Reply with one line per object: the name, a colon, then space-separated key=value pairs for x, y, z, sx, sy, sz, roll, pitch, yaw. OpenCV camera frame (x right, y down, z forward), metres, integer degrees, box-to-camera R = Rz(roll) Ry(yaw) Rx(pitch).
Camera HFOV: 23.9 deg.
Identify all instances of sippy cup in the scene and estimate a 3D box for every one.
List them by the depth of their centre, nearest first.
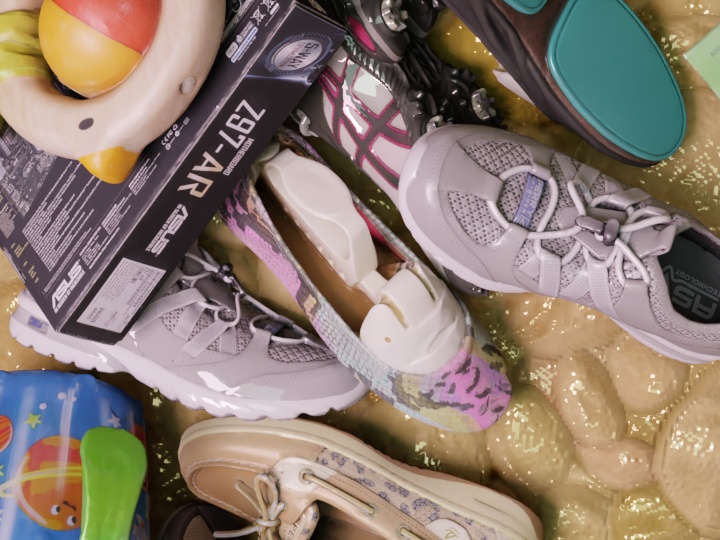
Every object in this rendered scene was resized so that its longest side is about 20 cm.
sippy cup: x=-0.166 y=0.126 z=0.883 sx=0.176 sy=0.140 sz=0.132 roll=-8 pitch=64 yaw=23

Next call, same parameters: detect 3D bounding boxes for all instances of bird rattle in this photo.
bird rattle: x=-0.128 y=-0.129 z=0.799 sx=0.163 sy=0.113 sz=0.201 roll=36 pitch=88 yaw=26

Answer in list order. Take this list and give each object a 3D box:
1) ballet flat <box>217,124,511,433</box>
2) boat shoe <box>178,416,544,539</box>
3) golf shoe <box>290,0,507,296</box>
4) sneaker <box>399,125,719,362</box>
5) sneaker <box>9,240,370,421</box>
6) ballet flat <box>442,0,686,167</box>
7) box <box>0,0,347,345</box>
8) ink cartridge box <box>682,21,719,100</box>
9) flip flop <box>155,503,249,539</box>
ballet flat: x=0.000 y=0.000 z=0.851 sx=0.069 sy=0.071 sz=0.200 roll=-40 pitch=79 yaw=-22
boat shoe: x=-0.005 y=0.129 z=0.879 sx=0.198 sy=0.063 sz=0.074 roll=15 pitch=145 yaw=9
golf shoe: x=0.016 y=-0.078 z=0.857 sx=0.088 sy=0.077 sz=0.202 roll=-19 pitch=97 yaw=38
sneaker: x=0.114 y=-0.019 z=0.791 sx=0.199 sy=0.082 sz=0.075 roll=21 pitch=76 yaw=-18
sneaker: x=-0.086 y=0.023 z=0.885 sx=0.198 sy=0.075 sz=0.083 roll=15 pitch=100 yaw=7
ballet flat: x=0.081 y=-0.125 z=0.818 sx=0.200 sy=0.068 sz=0.068 roll=44 pitch=71 yaw=-28
box: x=-0.117 y=-0.090 z=0.846 sx=0.201 sy=0.043 sz=0.160 roll=-52 pitch=53 yaw=15
ink cartridge box: x=0.255 y=-0.059 z=0.803 sx=0.104 sy=0.059 sz=0.200 roll=-41 pitch=90 yaw=16
flip flop: x=-0.081 y=0.226 z=0.925 sx=0.057 sy=0.081 sz=0.202 roll=-11 pitch=98 yaw=33
